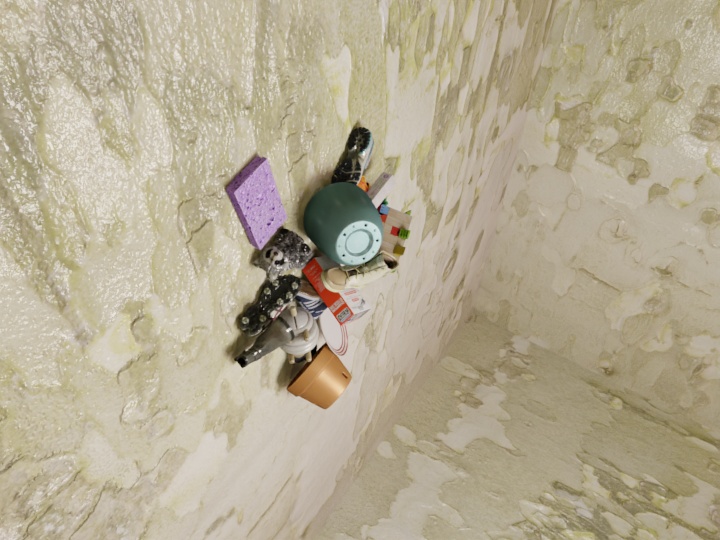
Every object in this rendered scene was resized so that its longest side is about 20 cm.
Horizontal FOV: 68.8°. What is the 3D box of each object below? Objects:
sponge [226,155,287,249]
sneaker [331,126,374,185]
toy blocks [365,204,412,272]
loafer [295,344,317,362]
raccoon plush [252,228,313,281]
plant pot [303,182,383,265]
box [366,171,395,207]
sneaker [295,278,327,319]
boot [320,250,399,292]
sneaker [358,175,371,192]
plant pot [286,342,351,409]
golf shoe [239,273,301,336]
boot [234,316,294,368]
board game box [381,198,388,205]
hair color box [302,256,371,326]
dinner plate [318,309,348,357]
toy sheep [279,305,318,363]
[{"bbox_3d":[-0.228,-0.149,1.183,0.112,0.030,0.200,-53,155,-25],"label":"sponge"},{"bbox_3d":[-0.009,-0.288,1.454,0.201,0.077,0.086,-65,161,4],"label":"sneaker"},{"bbox_3d":[0.063,-0.110,1.547,0.100,0.136,0.201,163,-53,-73],"label":"toy blocks"},{"bbox_3d":[-0.190,0.254,1.639,0.201,0.068,0.071,34,75,-71],"label":"loafer"},{"bbox_3d":[-0.192,-0.010,1.340,0.134,0.097,0.200,-47,153,-19],"label":"raccoon plush"},{"bbox_3d":[-0.031,-0.107,1.371,0.200,0.161,0.201,-12,124,-18],"label":"plant pot"},{"bbox_3d":[0.030,-0.201,1.521,0.200,0.039,0.041,-53,145,-20],"label":"box"},{"bbox_3d":[-0.163,0.090,1.524,0.109,0.070,0.200,-47,145,19],"label":"sneaker"},{"bbox_3d":[0.000,0.000,1.444,0.154,0.072,0.200,-27,164,34],"label":"boot"},{"bbox_3d":[0.018,-0.217,1.589,0.077,0.073,0.200,-62,159,-15],"label":"sneaker"},{"bbox_3d":[-0.122,0.350,1.700,0.200,0.140,0.200,-49,-178,2],"label":"plant pot"},{"bbox_3d":[-0.235,0.090,1.379,0.200,0.077,0.088,-46,170,-18],"label":"golf shoe"},{"bbox_3d":[-0.249,0.196,1.347,0.131,0.068,0.200,-37,177,-32],"label":"boot"},{"bbox_3d":[0.085,-0.109,1.690,0.200,0.026,0.201,41,54,-67],"label":"board game box"},{"bbox_3d":[-0.068,0.055,1.522,0.064,0.200,0.111,-43,166,24],"label":"hair color box"},{"bbox_3d":[-0.091,0.185,1.707,0.200,0.024,0.201,53,26,-40],"label":"dinner plate"},{"bbox_3d":[-0.179,0.173,1.474,0.138,0.138,0.200,-44,152,-39],"label":"toy sheep"}]
